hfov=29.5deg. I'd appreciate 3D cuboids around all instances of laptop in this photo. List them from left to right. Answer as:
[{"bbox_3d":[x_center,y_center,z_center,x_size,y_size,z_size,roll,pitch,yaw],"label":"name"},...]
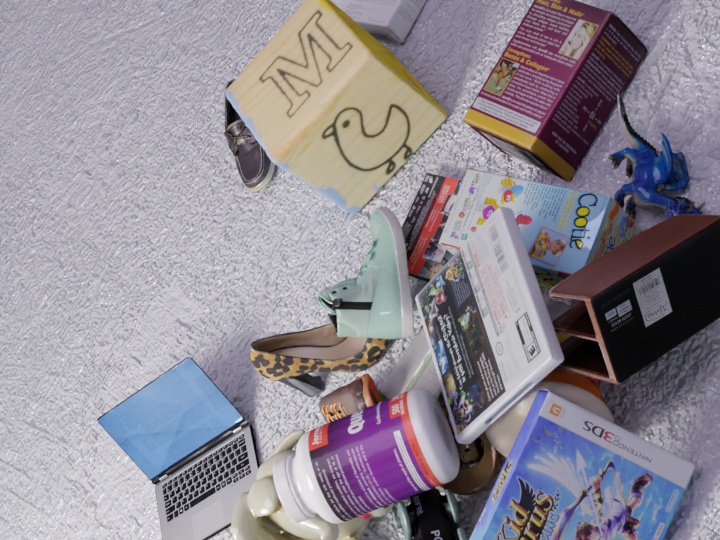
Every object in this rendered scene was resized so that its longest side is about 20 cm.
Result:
[{"bbox_3d":[-0.250,0.262,1.888,0.187,0.116,0.200,-34,49,23],"label":"laptop"}]

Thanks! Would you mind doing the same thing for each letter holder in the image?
[{"bbox_3d":[0.292,0.023,1.483,0.200,0.101,0.142,-29,18,-24],"label":"letter holder"}]

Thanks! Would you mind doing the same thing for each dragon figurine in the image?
[{"bbox_3d":[0.352,-0.122,1.622,0.099,0.059,0.201,-16,58,34],"label":"dragon figurine"}]

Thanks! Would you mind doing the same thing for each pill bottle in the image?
[{"bbox_3d":[0.005,0.217,1.562,0.199,0.113,0.113,-23,53,11],"label":"pill bottle"}]

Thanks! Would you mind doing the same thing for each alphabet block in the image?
[{"bbox_3d":[-0.036,-0.235,1.924,0.200,0.195,0.197,-47,47,12],"label":"alphabet block"}]

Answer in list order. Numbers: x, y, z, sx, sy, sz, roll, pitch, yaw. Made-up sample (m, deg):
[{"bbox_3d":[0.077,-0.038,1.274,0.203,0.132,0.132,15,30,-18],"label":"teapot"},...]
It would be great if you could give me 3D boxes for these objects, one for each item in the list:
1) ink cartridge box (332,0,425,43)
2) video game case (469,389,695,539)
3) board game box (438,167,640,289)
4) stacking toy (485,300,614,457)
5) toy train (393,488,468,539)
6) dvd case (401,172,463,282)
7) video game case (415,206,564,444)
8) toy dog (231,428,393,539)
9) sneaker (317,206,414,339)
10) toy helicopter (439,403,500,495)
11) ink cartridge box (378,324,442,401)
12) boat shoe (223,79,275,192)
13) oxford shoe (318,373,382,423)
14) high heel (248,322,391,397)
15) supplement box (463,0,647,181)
[{"bbox_3d":[0.044,-0.447,2.079,0.162,0.057,0.200,20,73,45],"label":"ink cartridge box"},{"bbox_3d":[0.231,0.255,1.446,0.201,0.181,0.045,-64,5,-7],"label":"video game case"},{"bbox_3d":[0.215,-0.041,1.648,0.200,0.103,0.105,15,78,37],"label":"board game box"},{"bbox_3d":[0.220,0.116,1.583,0.146,0.146,0.200,-23,36,30],"label":"stacking toy"},{"bbox_3d":[0.094,0.340,1.556,0.085,0.114,0.200,-14,48,-5],"label":"toy train"},{"bbox_3d":[0.133,-0.045,1.795,0.200,0.022,0.146,16,79,45],"label":"dvd case"},{"bbox_3d":[0.138,0.062,1.518,0.182,0.023,0.201,-49,45,41],"label":"video game case"},{"bbox_3d":[-0.032,0.275,1.702,0.200,0.140,0.194,-24,36,28],"label":"toy dog"},{"bbox_3d":[0.000,0.000,1.778,0.118,0.074,0.201,-3,53,-5],"label":"sneaker"},{"bbox_3d":[0.143,0.169,1.627,0.132,0.079,0.201,12,82,27],"label":"toy helicopter"},{"bbox_3d":[0.096,0.089,1.681,0.200,0.048,0.146,-57,6,-2],"label":"ink cartridge box"},{"bbox_3d":[-0.180,-0.211,2.121,0.072,0.065,0.201,-26,53,26],"label":"boat shoe"},{"bbox_3d":[-0.010,0.173,1.691,0.073,0.200,0.072,-23,86,-7],"label":"oxford shoe"},{"bbox_3d":[-0.044,0.084,1.789,0.200,0.142,0.072,-40,46,17],"label":"high heel"},{"bbox_3d":[0.247,-0.236,1.742,0.131,0.103,0.200,32,91,46],"label":"supplement box"}]
